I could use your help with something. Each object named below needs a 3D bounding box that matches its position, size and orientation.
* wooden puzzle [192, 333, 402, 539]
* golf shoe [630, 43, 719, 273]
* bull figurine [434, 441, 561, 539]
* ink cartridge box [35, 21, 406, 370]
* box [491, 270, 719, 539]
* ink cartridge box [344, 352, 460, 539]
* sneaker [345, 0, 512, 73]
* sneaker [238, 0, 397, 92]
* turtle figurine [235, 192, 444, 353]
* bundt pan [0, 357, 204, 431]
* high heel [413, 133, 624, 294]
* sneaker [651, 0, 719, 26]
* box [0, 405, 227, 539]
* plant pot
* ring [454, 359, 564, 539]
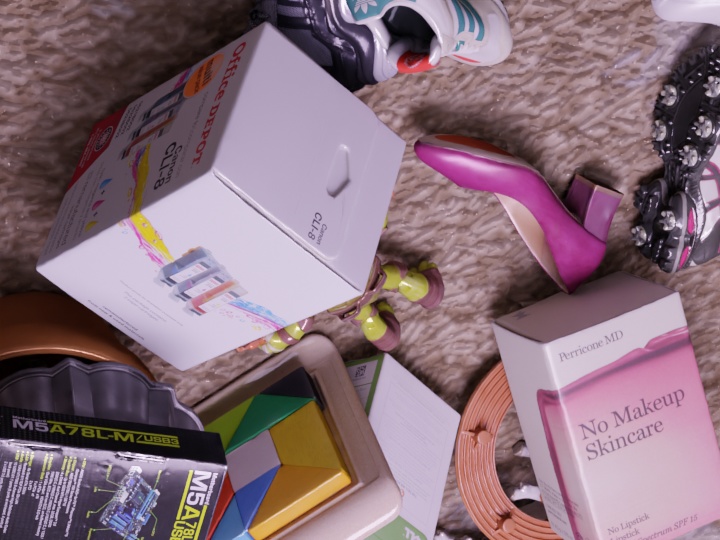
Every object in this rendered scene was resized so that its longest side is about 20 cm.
[{"bbox_3d":[-0.077,0.156,1.269,0.185,0.200,0.037,-33,133,5],"label":"wooden puzzle"},{"bbox_3d":[0.280,-0.092,1.302,0.088,0.077,0.200,-7,128,-23],"label":"golf shoe"},{"bbox_3d":[0.137,0.250,1.450,0.121,0.065,0.200,40,94,-26],"label":"bull figurine"},{"bbox_3d":[-0.095,-0.047,1.131,0.200,0.145,0.145,-23,129,40],"label":"ink cartridge box"},{"bbox_3d":[0.207,0.119,1.332,0.128,0.109,0.200,-21,105,-13],"label":"box"},{"bbox_3d":[0.011,0.178,1.303,0.059,0.200,0.104,-18,134,38],"label":"ink cartridge box"},{"bbox_3d":[0.045,-0.170,1.144,0.070,0.093,0.200,-12,156,28],"label":"sneaker"},{"bbox_3d":[-0.066,-0.187,1.151,0.114,0.076,0.200,-36,121,7],"label":"sneaker"},{"bbox_3d":[0.000,0.000,1.254,0.161,0.064,0.200,27,99,-50],"label":"turtle figurine"},{"bbox_3d":[-0.201,0.167,1.153,0.202,0.076,0.202,-6,120,-10],"label":"bundt pan"},{"bbox_3d":[0.116,-0.043,1.279,0.200,0.067,0.096,17,103,-26],"label":"high heel"},{"bbox_3d":[0.317,-0.195,1.245,0.200,0.078,0.099,-5,123,-10],"label":"sneaker"},{"bbox_3d":[-0.207,0.190,1.093,0.193,0.048,0.200,7,116,-21],"label":"box"},{"bbox_3d":[-0.245,0.107,1.233,0.200,0.140,0.200,-6,121,-10],"label":"plant pot"},{"bbox_3d":[0.176,0.154,1.396,0.200,0.019,0.201,-2,97,-20],"label":"ring"}]
